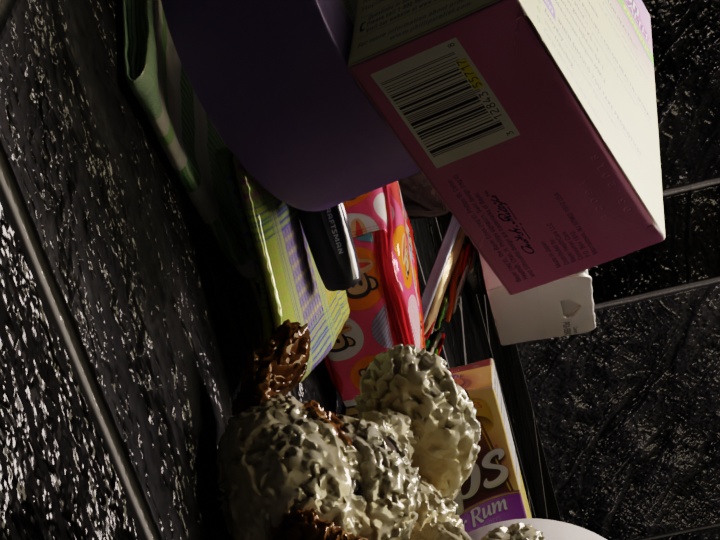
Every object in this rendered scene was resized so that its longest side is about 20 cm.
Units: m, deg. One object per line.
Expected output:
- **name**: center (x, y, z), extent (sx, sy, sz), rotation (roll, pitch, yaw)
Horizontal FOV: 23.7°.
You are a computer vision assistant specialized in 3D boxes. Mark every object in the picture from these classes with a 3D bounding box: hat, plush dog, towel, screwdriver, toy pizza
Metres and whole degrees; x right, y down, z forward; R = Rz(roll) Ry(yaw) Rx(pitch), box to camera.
- **hat**: center (0.188, -0.023, 2.611), extent (0.200, 0.080, 0.203), rotation (-8, 90, -75)
- **plush dog**: center (-0.011, 0.125, 0.872), extent (0.172, 0.160, 0.201), rotation (43, 15, -45)
- **towel**: center (-0.090, -0.101, 0.952), extent (0.200, 0.023, 0.154), rotation (67, 14, -54)
- **screwdriver**: center (-0.034, -0.086, 0.986), extent (0.028, 0.029, 0.202), rotation (-39, 116, -79)
- **toy pizza**: center (0.059, 0.041, 1.393), extent (0.200, 0.031, 0.202), rotation (21, 90, -88)
- **towel**: center (-0.043, -0.016, 1.001), extent (0.200, 0.023, 0.145), rotation (-58, 136, -76)

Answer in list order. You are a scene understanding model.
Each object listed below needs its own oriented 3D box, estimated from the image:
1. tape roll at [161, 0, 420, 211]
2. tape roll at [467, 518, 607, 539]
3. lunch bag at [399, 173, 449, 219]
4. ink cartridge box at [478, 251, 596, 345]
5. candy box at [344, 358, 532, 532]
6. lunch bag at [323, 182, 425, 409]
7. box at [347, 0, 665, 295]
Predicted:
- **tape roll**: center (-0.022, -0.140, 0.938), extent (0.200, 0.084, 0.201), rotation (45, 34, -42)
- **tape roll**: center (0.121, 0.293, 1.196), extent (0.139, 0.201, 0.204), rotation (-70, 146, -74)
- **lunch bag**: center (0.021, -0.142, 1.456), extent (0.164, 0.116, 0.202), rotation (-32, 115, -81)
- **ink cartridge box**: center (0.130, -0.058, 1.391), extent (0.147, 0.082, 0.202), rotation (66, 14, -67)
- **candy box**: center (0.068, 0.177, 1.300), extent (0.057, 0.116, 0.202), rotation (-79, 155, -71)
- **lunch bag**: center (0.000, 0.000, 1.255), extent (0.201, 0.081, 0.177), rotation (-95, 174, -47)
- **box**: center (0.084, -0.126, 0.931), extent (0.176, 0.096, 0.201), rotation (51, 31, -35)
